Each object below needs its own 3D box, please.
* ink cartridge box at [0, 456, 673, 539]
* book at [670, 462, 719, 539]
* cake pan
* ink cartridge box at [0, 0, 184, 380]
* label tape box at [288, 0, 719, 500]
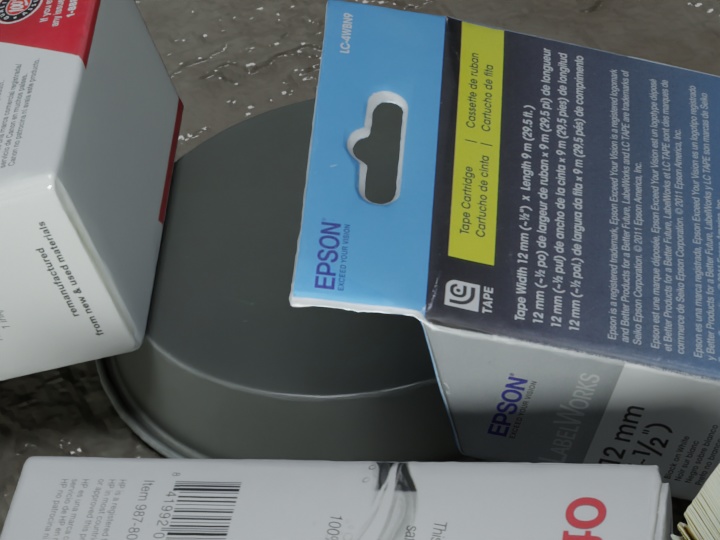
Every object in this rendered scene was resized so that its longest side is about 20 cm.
[{"bbox_3d":[-0.011,0.132,0.826,0.200,0.084,0.145,0,41,12],"label":"ink cartridge box"},{"bbox_3d":[0.185,0.132,0.774,0.134,0.048,0.200,19,26,-33],"label":"book"},{"bbox_3d":[0.000,0.000,1.020,0.200,0.037,0.200,-5,39,4],"label":"cake pan"},{"bbox_3d":[-0.176,-0.025,1.018,0.200,0.084,0.144,-12,38,14],"label":"ink cartridge box"},{"bbox_3d":[0.075,-0.004,0.936,0.200,0.066,0.143,10,45,-6],"label":"label tape box"}]
